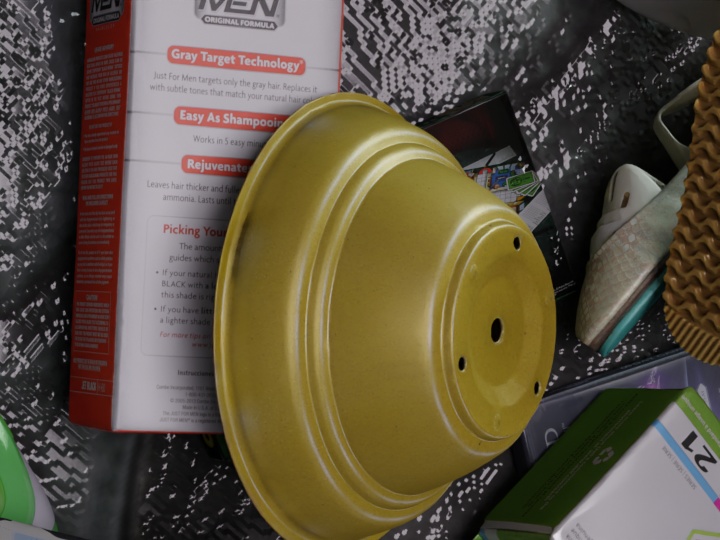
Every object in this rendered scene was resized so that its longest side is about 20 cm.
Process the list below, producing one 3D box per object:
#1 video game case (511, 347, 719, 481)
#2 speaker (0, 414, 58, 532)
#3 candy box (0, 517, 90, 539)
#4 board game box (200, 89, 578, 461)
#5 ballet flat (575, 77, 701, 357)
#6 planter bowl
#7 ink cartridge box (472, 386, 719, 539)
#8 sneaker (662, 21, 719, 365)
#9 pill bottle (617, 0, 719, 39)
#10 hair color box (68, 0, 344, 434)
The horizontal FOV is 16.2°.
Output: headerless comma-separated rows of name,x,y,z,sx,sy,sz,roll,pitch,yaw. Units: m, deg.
video game case,0.174,0.108,1.258,0.200,0.019,0.143,-16,97,-23
speaker,-0.203,0.053,1.043,0.088,0.088,0.200,-34,105,-21
candy box,-0.215,0.169,0.993,0.199,0.072,0.168,16,113,-15
board game box,0.000,0.000,1.172,0.200,0.023,0.105,-24,102,-23
ballet flat,0.155,-0.042,1.233,0.062,0.067,0.200,41,68,9
planter bowl,0.028,0.024,1.077,0.200,0.083,0.201,-4,94,-58
ink cartridge box,0.113,0.174,1.173,0.200,0.076,0.148,-45,106,-22
sneaker,0.200,-0.054,1.171,0.090,0.075,0.201,-5,117,-51
pill bottle,0.186,-0.219,1.208,0.109,0.109,0.200,31,78,-23
hair color box,-0.067,-0.030,1.096,0.101,0.061,0.201,4,89,-25
